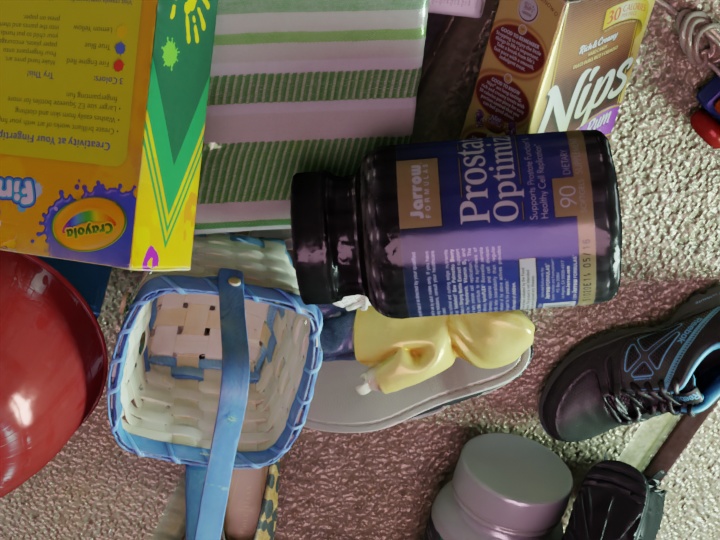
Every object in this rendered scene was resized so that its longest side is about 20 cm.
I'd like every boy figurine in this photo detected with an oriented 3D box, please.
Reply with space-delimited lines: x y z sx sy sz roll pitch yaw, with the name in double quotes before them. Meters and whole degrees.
"boy figurine" 0.032 0.034 1.041 0.199 0.125 0.064 1 156 9

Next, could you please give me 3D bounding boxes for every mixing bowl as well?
"mixing bowl" -0.274 0.083 0.906 0.200 0.108 0.201 0 124 0

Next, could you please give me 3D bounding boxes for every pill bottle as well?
"pill bottle" 0.060 -0.027 0.877 0.199 0.112 0.112 -5 119 4
"pill bottle" 0.104 0.243 1.157 0.113 0.113 0.200 10 118 -8

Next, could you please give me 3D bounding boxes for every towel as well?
"towel" -0.038 -0.109 0.884 0.152 0.023 0.200 -3 130 -10

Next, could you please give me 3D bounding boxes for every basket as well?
"basket" -0.099 0.079 0.925 0.139 0.200 0.177 5 123 -16

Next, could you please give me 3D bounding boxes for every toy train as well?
"toy train" 0.279 -0.109 0.967 0.200 0.116 0.085 37 111 -20

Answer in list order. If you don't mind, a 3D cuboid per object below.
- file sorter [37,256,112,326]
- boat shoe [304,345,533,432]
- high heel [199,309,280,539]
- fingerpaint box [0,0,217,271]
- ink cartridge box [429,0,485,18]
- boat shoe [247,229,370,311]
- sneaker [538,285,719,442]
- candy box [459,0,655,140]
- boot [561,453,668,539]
"file sorter" -0.292 0.005 0.997 0.200 0.139 0.123 21 119 -13
"boat shoe" 0.039 0.083 1.096 0.200 0.060 0.074 -19 79 7
"high heel" -0.091 0.126 1.067 0.071 0.143 0.200 -2 119 -1
"fingerpaint box" -0.192 -0.093 0.818 0.200 0.073 0.167 7 93 23
"ink cartridge box" -0.009 -0.238 0.923 0.199 0.050 0.109 6 120 -4
"boat shoe" 0.000 0.000 0.987 0.200 0.069 0.071 12 142 34
"sneaker" 0.230 0.084 1.092 0.200 0.082 0.073 -33 117 16
"candy box" 0.128 -0.108 0.962 0.117 0.056 0.200 -19 131 -45
"boot" 0.189 0.241 1.108 0.073 0.162 0.199 20 82 19
